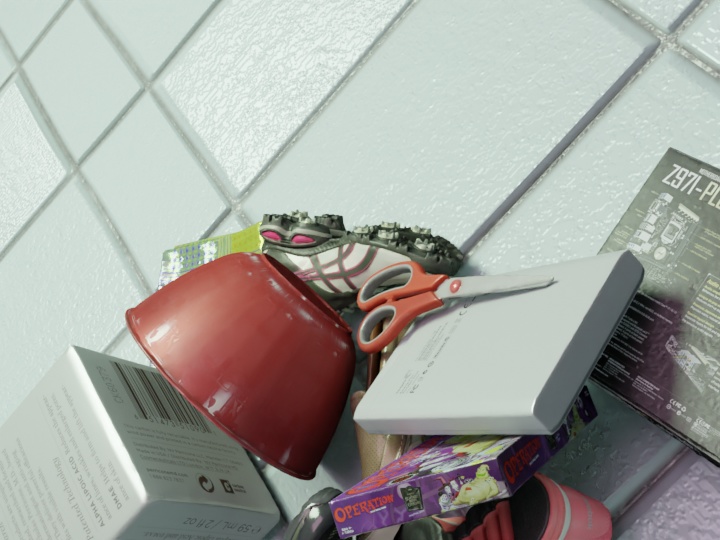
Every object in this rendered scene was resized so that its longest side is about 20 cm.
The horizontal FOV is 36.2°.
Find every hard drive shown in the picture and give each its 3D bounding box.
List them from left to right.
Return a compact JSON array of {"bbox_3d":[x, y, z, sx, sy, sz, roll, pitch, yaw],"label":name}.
[{"bbox_3d":[0.087,0.053,0.743,0.132,0.027,0.199,-54,20,-26],"label":"hard drive"}]

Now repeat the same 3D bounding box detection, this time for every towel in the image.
[{"bbox_3d":[-0.146,0.056,1.042,0.143,0.023,0.202,-11,63,34],"label":"towel"}]

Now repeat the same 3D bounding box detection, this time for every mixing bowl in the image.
[{"bbox_3d":[-0.077,0.057,0.874,0.109,0.200,0.200,-49,49,3],"label":"mixing bowl"}]

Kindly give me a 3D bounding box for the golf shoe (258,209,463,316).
[{"bbox_3d":[0.000,0.000,0.940,0.199,0.077,0.089,9,99,37],"label":"golf shoe"}]

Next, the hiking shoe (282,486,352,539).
[{"bbox_3d":[-0.005,0.254,0.786,0.100,0.076,0.202,8,104,28],"label":"hiking shoe"}]

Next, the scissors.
[{"bbox_3d":[0.063,0.008,0.796,0.199,0.014,0.074,-26,42,44],"label":"scissors"}]

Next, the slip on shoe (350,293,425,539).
[{"bbox_3d":[0.018,0.111,0.846,0.076,0.060,0.202,139,149,-69],"label":"slip on shoe"}]

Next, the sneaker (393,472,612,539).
[{"bbox_3d":[0.094,0.200,0.763,0.200,0.086,0.074,-39,45,47],"label":"sneaker"}]

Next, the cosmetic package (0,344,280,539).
[{"bbox_3d":[-0.210,0.200,0.910,0.200,0.164,0.165,-48,54,14],"label":"cosmetic package"}]

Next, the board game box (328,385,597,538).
[{"bbox_3d":[0.076,0.123,0.734,0.119,0.200,0.033,-26,85,26],"label":"board game box"}]

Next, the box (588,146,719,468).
[{"bbox_3d":[0.246,0.039,0.712,0.200,0.086,0.164,34,91,41],"label":"box"}]
